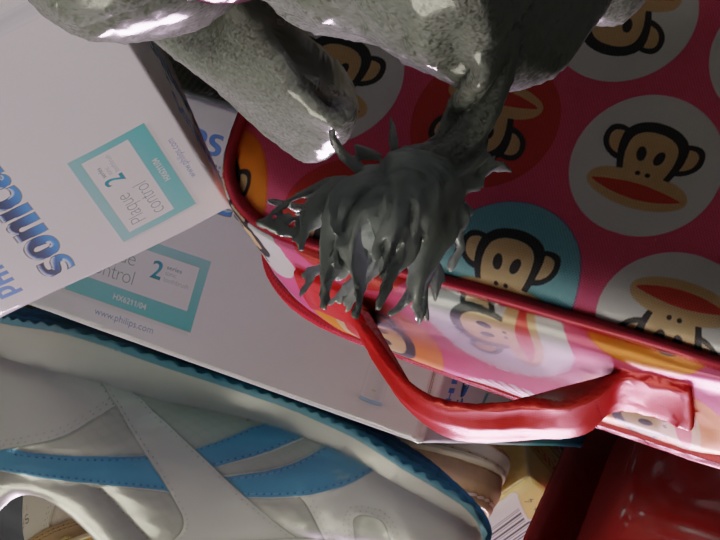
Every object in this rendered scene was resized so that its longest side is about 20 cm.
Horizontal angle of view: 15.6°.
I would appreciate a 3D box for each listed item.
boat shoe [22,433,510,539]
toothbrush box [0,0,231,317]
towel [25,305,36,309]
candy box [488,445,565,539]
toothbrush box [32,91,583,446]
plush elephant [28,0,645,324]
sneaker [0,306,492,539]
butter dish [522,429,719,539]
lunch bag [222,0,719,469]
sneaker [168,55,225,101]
[{"bbox_3d":[-0.039,0.099,1.032,0.199,0.070,0.074,-4,157,16],"label":"boat shoe"},{"bbox_3d":[-0.124,-0.109,0.739,0.147,0.085,0.201,61,-175,-59],"label":"toothbrush box"},{"bbox_3d":[-0.117,0.038,1.082,0.148,0.037,0.200,20,164,18],"label":"towel"},{"bbox_3d":[0.114,0.108,1.123,0.200,0.117,0.056,36,121,-28],"label":"candy box"},{"bbox_3d":[0.000,0.000,0.917,0.146,0.086,0.200,18,-179,19],"label":"toothbrush box"},{"bbox_3d":[-0.015,-0.097,0.577,0.154,0.201,0.165,20,168,27],"label":"plush elephant"},{"bbox_3d":[-0.050,0.077,0.953,0.199,0.081,0.077,18,-178,-6],"label":"sneaker"},{"bbox_3d":[0.168,0.085,0.964,0.199,0.200,0.148,19,128,10],"label":"butter dish"},{"bbox_3d":[0.067,-0.028,0.741,0.199,0.177,0.082,19,157,22],"label":"lunch bag"},{"bbox_3d":[-0.092,-0.085,0.920,0.066,0.091,0.200,19,160,20],"label":"sneaker"}]
